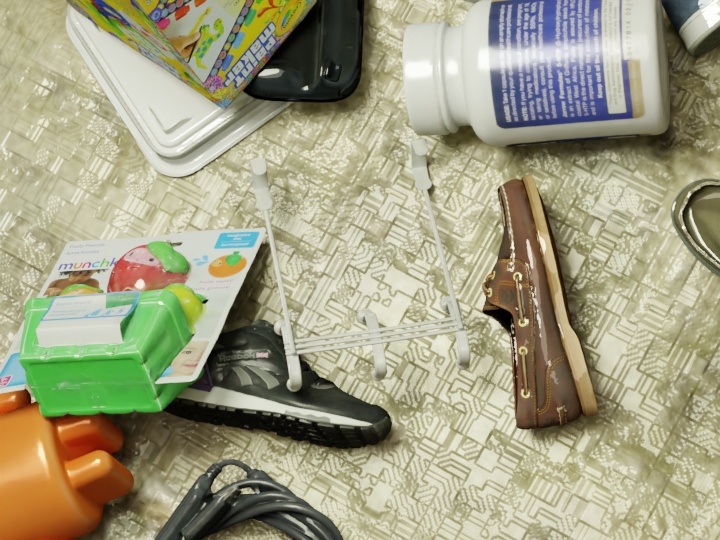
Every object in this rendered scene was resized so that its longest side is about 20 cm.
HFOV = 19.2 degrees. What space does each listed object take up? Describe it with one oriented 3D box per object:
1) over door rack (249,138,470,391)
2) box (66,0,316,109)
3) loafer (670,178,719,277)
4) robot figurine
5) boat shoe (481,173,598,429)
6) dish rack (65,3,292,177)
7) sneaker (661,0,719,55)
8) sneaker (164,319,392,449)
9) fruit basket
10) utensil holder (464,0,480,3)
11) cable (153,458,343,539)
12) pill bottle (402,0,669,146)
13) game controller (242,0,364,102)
[{"bbox_3d":[0.000,0.000,1.686,0.148,0.067,0.200,-8,61,-6],"label":"over door rack"},{"bbox_3d":[-0.172,-0.259,1.677,0.200,0.193,0.122,35,81,31],"label":"box"},{"bbox_3d":[0.324,-0.010,1.620,0.200,0.070,0.075,35,86,19],"label":"loafer"},{"bbox_3d":[-0.284,0.175,1.693,0.200,0.117,0.144,-20,102,8],"label":"robot figurine"},{"bbox_3d":[0.129,0.025,1.657,0.070,0.070,0.200,-14,74,5],"label":"boat shoe"},{"bbox_3d":[-0.149,-0.198,1.795,0.172,0.044,0.200,-35,70,3],"label":"dish rack"},{"bbox_3d":[0.308,-0.286,1.690,0.202,0.077,0.146,-33,74,5],"label":"sneaker"},{"bbox_3d":[-0.067,0.082,1.690,0.200,0.076,0.088,11,73,16],"label":"sneaker"},{"bbox_3d":[-0.186,0.025,1.685,0.185,0.094,0.200,-3,42,20],"label":"fruit basket"},{"bbox_3d":[0.098,-0.345,1.708,0.170,0.170,0.200,-30,70,4],"label":"utensil holder"},{"bbox_3d":[-0.101,0.260,1.670,0.163,0.051,0.200,35,90,11],"label":"cable"},{"bbox_3d":[0.139,-0.158,1.675,0.200,0.120,0.120,-4,75,12],"label":"pill bottle"},{"bbox_3d":[-0.049,-0.228,1.759,0.104,0.042,0.200,-2,63,8],"label":"game controller"}]
